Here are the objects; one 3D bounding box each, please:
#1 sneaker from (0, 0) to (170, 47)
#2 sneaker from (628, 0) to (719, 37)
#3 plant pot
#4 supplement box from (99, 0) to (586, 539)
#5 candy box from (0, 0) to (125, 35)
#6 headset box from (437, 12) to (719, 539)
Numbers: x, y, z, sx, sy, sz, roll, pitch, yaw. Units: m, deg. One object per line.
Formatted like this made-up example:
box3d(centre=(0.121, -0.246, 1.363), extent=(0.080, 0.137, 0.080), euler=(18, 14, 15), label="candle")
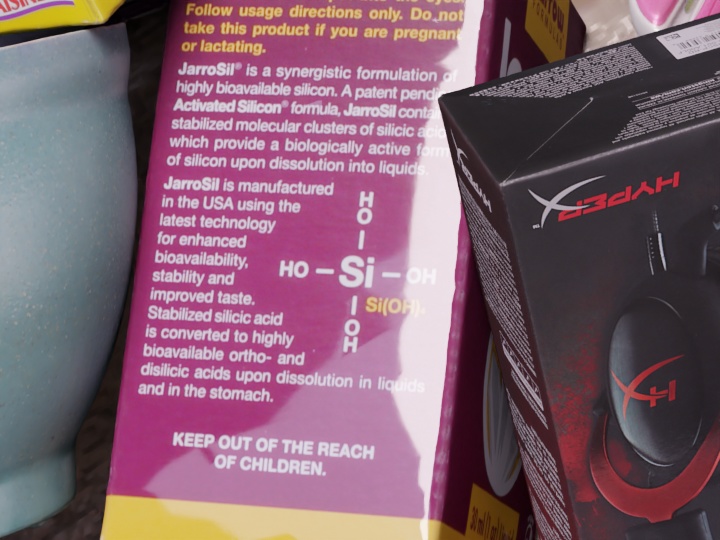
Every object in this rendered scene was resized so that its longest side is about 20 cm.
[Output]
box3d(centre=(-0.102, -0.114, 0.925), extent=(0.199, 0.088, 0.075), euler=(-22, 72, 11), label="sneaker")
box3d(centre=(0.170, -0.048, 0.839), extent=(0.198, 0.088, 0.074), euler=(10, 61, -3), label="sneaker")
box3d(centre=(-0.150, 0.014, 0.800), extent=(0.199, 0.200, 0.135), euler=(-11, 96, 14), label="plant pot")
box3d(centre=(0.000, 0.000, 0.845), extent=(0.102, 0.131, 0.202), euler=(3, 79, 17), label="supplement box")
box3d(centre=(-0.067, -0.132, 0.839), extent=(0.102, 0.027, 0.200), euler=(-6, 34, 38), label="candy box")
box3d(centre=(0.118, 0.033, 0.768), extent=(0.148, 0.075, 0.201), euler=(-16, 114, -5), label="headset box")
